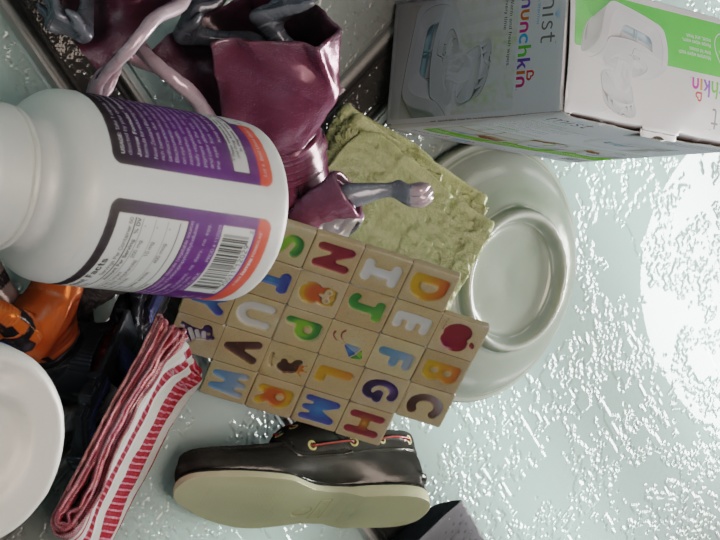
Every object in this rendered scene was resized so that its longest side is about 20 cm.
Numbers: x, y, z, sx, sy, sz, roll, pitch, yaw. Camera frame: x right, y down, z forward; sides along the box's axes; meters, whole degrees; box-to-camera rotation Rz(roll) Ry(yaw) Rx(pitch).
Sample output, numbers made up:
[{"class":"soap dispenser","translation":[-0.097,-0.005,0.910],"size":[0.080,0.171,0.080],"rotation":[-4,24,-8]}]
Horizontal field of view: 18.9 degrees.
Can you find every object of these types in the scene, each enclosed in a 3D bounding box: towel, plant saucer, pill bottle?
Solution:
[{"class":"towel","translation":[0.000,0.000,1.520],"size":[0.148,0.036,0.201],"rotation":[34,74,-21]},{"class":"plant saucer","translation":[0.103,0.004,1.623],"size":[0.199,0.050,0.202],"rotation":[-11,107,-40]},{"class":"pill bottle","translation":[-0.149,-0.045,1.260],"size":[0.199,0.111,0.112],"rotation":[8,95,-42]},{"class":"towel","translation":[-0.143,0.111,1.365],"size":[0.145,0.023,0.200],"rotation":[-63,175,-10]},{"class":"pill bottle","translation":[-0.264,0.076,1.220],"size":[0.113,0.199,0.115],"rotation":[-12,109,-39]}]

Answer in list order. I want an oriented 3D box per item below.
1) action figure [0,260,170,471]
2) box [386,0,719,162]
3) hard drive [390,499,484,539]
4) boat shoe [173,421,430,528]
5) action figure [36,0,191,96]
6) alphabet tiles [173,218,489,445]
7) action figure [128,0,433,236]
[{"class":"action figure","translation":[-0.186,0.019,1.370],"size":[0.201,0.104,0.194],"rotation":[-64,144,-43]},{"class":"box","translation":[0.150,-0.135,1.539],"size":[0.199,0.176,0.098],"rotation":[7,84,-41]},{"class":"hard drive","translation":[0.027,0.279,1.625],"size":[0.200,0.042,0.135],"rotation":[-46,125,-24]},{"class":"boat shoe","translation":[-0.044,0.142,1.523],"size":[0.200,0.074,0.064],"rotation":[5,58,-31]},{"class":"action figure","translation":[-0.095,-0.204,1.314],"size":[0.199,0.134,0.150],"rotation":[-15,73,-37]},{"class":"alphabet tiles","translation":[-0.023,0.043,1.446],"size":[0.199,0.006,0.167],"rotation":[17,129,-10]},{"class":"action figure","translation":[-0.051,-0.079,1.401],"size":[0.148,0.134,0.201],"rotation":[-25,122,-20]}]
